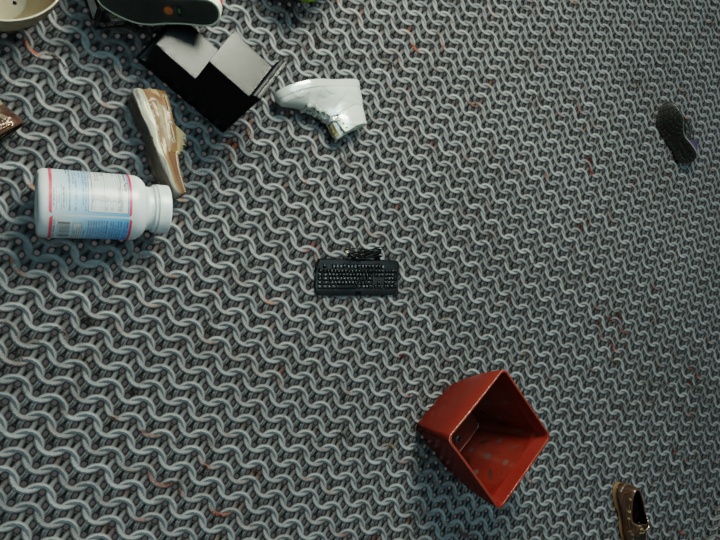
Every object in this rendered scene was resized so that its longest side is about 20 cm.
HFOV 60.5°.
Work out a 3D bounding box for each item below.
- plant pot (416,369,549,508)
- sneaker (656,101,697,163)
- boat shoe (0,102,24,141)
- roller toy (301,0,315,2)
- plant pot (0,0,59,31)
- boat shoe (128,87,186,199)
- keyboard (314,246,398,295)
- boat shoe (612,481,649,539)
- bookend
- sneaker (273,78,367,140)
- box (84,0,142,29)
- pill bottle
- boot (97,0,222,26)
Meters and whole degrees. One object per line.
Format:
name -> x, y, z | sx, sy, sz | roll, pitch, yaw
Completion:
plant pot -> 0.242, 0.344, 1.316 | 0.200, 0.176, 0.200 | -43, 106, -26
sneaker -> 0.964, -0.429, 1.878 | 0.088, 0.076, 0.200 | -48, 113, -40
boat shoe -> -0.593, -0.172, 0.932 | 0.072, 0.072, 0.200 | 40, 63, -22
roller toy -> -0.122, -0.637, 1.205 | 0.182, 0.140, 0.200 | 49, 62, -30
plant pot -> -0.558, -0.449, 0.936 | 0.200, 0.134, 0.201 | 3, 83, -30
boat shoe -> -0.339, -0.226, 1.083 | 0.072, 0.076, 0.200 | -21, 98, -32
keyboard -> 0.000, 0.000, 1.282 | 0.200, 0.040, 0.104 | 0, 87, -31
boat shoe -> 0.727, 0.663, 1.637 | 0.070, 0.070, 0.200 | -23, 99, -31
bookend -> -0.261, -0.362, 1.066 | 0.200, 0.199, 0.092 | 39, 68, -21
sneaker -> -0.072, -0.320, 1.247 | 0.200, 0.074, 0.116 | -15, 90, -32
box -> -0.404, -0.536, 1.062 | 0.164, 0.086, 0.200 | -20, 96, -31
pill bottle -> -0.417, -0.105, 1.005 | 0.200, 0.109, 0.109 | 1, 85, -31
boot -> -0.329, -0.478, 1.022 | 0.200, 0.072, 0.145 | 3, 56, -13
